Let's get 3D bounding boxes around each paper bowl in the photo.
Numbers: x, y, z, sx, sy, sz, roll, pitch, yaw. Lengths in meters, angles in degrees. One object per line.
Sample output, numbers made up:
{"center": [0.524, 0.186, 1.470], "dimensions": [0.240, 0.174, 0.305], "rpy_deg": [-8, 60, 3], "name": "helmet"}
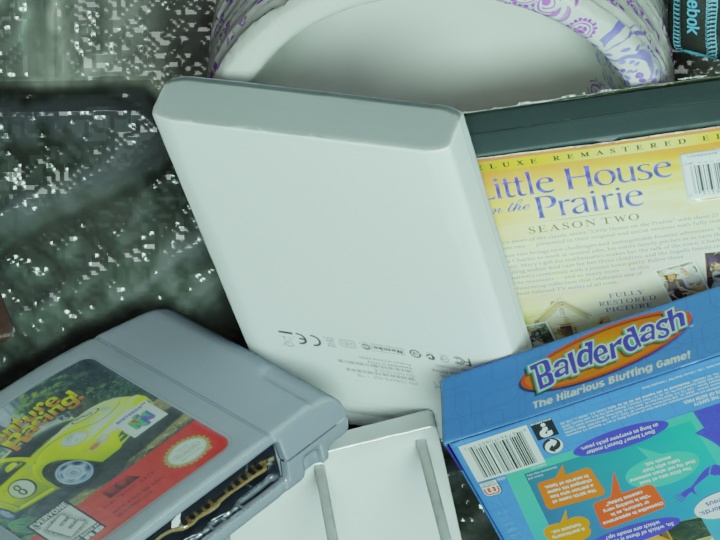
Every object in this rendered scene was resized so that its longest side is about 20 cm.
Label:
{"center": [0.034, -0.090, 1.241], "dimensions": [0.199, 0.201, 0.105], "rpy_deg": [2, 49, -2], "name": "paper bowl"}

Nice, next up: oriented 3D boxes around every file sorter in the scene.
{"center": [-0.043, 0.173, 1.251], "dimensions": [0.199, 0.125, 0.139], "rpy_deg": [-14, 122, -1], "name": "file sorter"}

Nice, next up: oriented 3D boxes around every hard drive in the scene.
{"center": [0.000, 0.000, 1.224], "dimensions": [0.131, 0.201, 0.027], "rpy_deg": [8, 54, 22], "name": "hard drive"}

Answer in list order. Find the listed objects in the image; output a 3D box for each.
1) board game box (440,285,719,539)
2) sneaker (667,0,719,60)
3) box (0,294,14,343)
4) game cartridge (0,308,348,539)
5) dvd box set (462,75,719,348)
{"center": [0.141, 0.104, 1.248], "dimensions": [0.151, 0.045, 0.201], "rpy_deg": [-18, 127, 14], "name": "board game box"}
{"center": [0.182, -0.152, 1.249], "dimensions": [0.073, 0.200, 0.082], "rpy_deg": [18, 119, 32], "name": "sneaker"}
{"center": [-0.234, -0.040, 1.238], "dimensions": [0.100, 0.075, 0.201], "rpy_deg": [-31, 78, 37], "name": "box"}
{"center": [-0.119, 0.091, 1.241], "dimensions": [0.200, 0.133, 0.041], "rpy_deg": [-36, 127, -28], "name": "game cartridge"}
{"center": [0.124, -0.001, 1.238], "dimensions": [0.145, 0.201, 0.030], "rpy_deg": [-8, 49, 10], "name": "dvd box set"}
